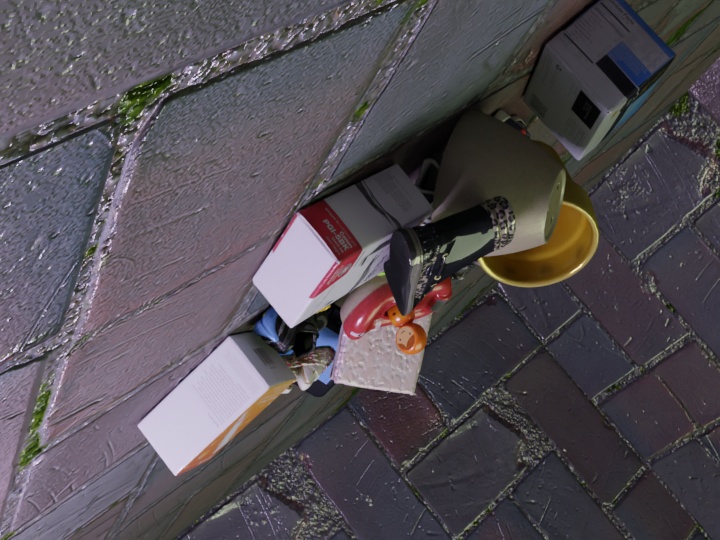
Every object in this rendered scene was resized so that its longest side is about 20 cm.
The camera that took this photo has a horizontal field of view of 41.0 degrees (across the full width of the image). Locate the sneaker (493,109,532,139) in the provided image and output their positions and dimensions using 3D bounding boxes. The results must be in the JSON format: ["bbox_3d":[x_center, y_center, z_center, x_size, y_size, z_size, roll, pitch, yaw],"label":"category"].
[{"bbox_3d":[0.238,-0.192,1.505,0.075,0.085,0.200,-43,170,17],"label":"sneaker"}]

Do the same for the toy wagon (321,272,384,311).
[{"bbox_3d":[0.000,0.000,1.472,0.199,0.040,0.155,-33,-176,-34],"label":"toy wagon"}]

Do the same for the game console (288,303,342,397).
[{"bbox_3d":[-0.090,0.164,1.712,0.200,0.171,0.119,-46,-160,32],"label":"game console"}]

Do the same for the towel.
[{"bbox_3d":[0.043,0.110,1.694,0.189,0.032,0.203,12,91,-37],"label":"towel"}]

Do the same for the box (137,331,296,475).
[{"bbox_3d":[-0.210,0.194,1.430,0.200,0.098,0.124,-43,170,12],"label":"box"}]

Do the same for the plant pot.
[{"bbox_3d":[0.282,-0.108,1.598,0.201,0.199,0.191,-48,-151,39],"label":"plant pot"}]

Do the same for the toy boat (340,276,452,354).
[{"bbox_3d":[0.067,0.077,1.582,0.197,0.132,0.131,-12,156,-25],"label":"toy boat"}]

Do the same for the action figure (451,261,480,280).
[{"bbox_3d":[0.180,-0.048,1.692,0.119,0.101,0.202,49,63,-77],"label":"action figure"}]

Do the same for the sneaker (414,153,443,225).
[{"bbox_3d":[0.090,-0.067,1.369,0.080,0.075,0.203,-8,111,-65],"label":"sneaker"}]

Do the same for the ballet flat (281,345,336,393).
[{"bbox_3d":[-0.120,0.175,1.618,0.198,0.064,0.076,-8,147,-34],"label":"ballet flat"}]

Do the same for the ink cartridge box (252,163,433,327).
[{"bbox_3d":[-0.019,-0.033,1.212,0.199,0.083,0.147,-31,165,-44],"label":"ink cartridge box"}]

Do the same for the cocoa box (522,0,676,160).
[{"bbox_3d":[0.335,-0.273,1.373,0.131,0.134,0.200,-40,170,-7],"label":"cocoa box"}]

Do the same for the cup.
[{"bbox_3d":[0.196,-0.104,1.303,0.200,0.141,0.203,15,90,-69],"label":"cup"}]

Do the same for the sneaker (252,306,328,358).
[{"bbox_3d":[-0.098,0.094,1.470,0.071,0.083,0.199,-42,170,15],"label":"sneaker"}]

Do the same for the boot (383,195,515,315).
[{"bbox_3d":[0.111,-0.016,1.224,0.152,0.074,0.204,-21,160,-10],"label":"boot"}]
